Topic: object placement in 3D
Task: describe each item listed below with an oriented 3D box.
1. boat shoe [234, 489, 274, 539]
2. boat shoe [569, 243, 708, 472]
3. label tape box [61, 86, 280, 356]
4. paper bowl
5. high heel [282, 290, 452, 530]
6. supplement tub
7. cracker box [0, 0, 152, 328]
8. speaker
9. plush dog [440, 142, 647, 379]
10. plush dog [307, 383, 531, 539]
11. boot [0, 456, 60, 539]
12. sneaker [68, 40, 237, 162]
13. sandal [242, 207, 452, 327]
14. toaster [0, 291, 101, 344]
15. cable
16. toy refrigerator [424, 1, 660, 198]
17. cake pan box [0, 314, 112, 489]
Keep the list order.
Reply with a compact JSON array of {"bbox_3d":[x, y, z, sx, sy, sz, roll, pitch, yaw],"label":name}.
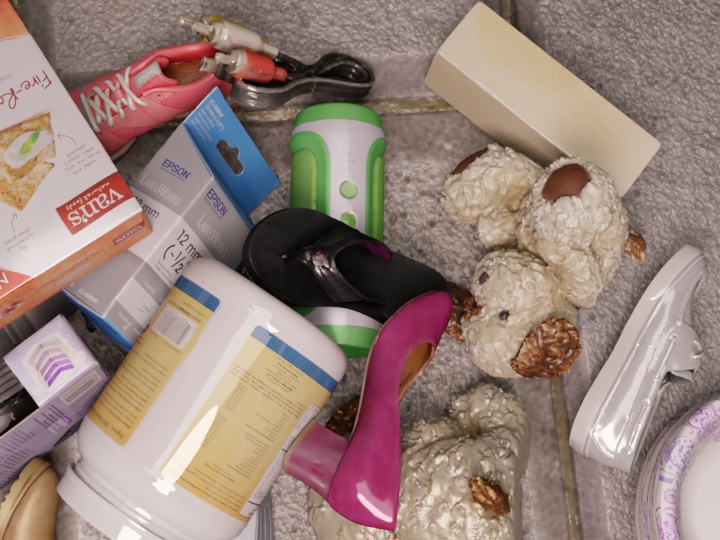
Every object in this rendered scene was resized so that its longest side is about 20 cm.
[{"bbox_3d":[-0.105,0.205,1.032,0.061,0.072,0.202,-5,70,11],"label":"boat shoe"},{"bbox_3d":[0.248,0.075,1.080,0.068,0.072,0.201,28,75,22],"label":"boat shoe"},{"bbox_3d":[-0.131,-0.021,1.028,0.066,0.144,0.201,31,75,31],"label":"label tape box"},{"bbox_3d":[0.321,0.200,1.053,0.198,0.104,0.203,1,77,-6],"label":"paper bowl"},{"bbox_3d":[0.036,0.101,0.955,0.096,0.068,0.200,27,62,22],"label":"high heel"},{"bbox_3d":[-0.117,0.108,0.952,0.144,0.145,0.201,34,84,2],"label":"supplement tub"},{"bbox_3d":[-0.260,-0.079,0.938,0.133,0.058,0.201,-33,78,-10],"label":"cracker box"},{"bbox_3d":[-0.020,-0.032,1.074,0.087,0.088,0.202,2,77,-6],"label":"speaker"},{"bbox_3d":[0.143,0.008,1.060,0.160,0.200,0.173,34,84,-30],"label":"plush dog"},{"bbox_3d":[0.040,0.184,1.010,0.170,0.160,0.202,-4,77,17],"label":"plush dog"},{"bbox_3d":[-0.202,0.263,1.006,0.198,0.066,0.177,23,88,0],"label":"boot"},{"bbox_3d":[-0.189,-0.151,1.084,0.199,0.087,0.074,-25,80,-11],"label":"sneaker"},{"bbox_3d":[0.001,-0.001,0.998,0.199,0.048,0.076,17,71,-34],"label":"sandal"},{"bbox_3d":[-0.286,-0.025,1.024,0.113,0.129,0.200,-42,85,-12],"label":"toaster"},{"bbox_3d":[-0.052,-0.168,1.062,0.198,0.051,0.097,-1,38,-39],"label":"cable"},{"bbox_3d":[0.157,-0.140,1.125,0.199,0.076,0.070,39,76,4],"label":"toy refrigerator"},{"bbox_3d":[-0.269,0.120,0.958,0.184,0.200,0.052,-40,84,-10],"label":"cake pan box"}]
